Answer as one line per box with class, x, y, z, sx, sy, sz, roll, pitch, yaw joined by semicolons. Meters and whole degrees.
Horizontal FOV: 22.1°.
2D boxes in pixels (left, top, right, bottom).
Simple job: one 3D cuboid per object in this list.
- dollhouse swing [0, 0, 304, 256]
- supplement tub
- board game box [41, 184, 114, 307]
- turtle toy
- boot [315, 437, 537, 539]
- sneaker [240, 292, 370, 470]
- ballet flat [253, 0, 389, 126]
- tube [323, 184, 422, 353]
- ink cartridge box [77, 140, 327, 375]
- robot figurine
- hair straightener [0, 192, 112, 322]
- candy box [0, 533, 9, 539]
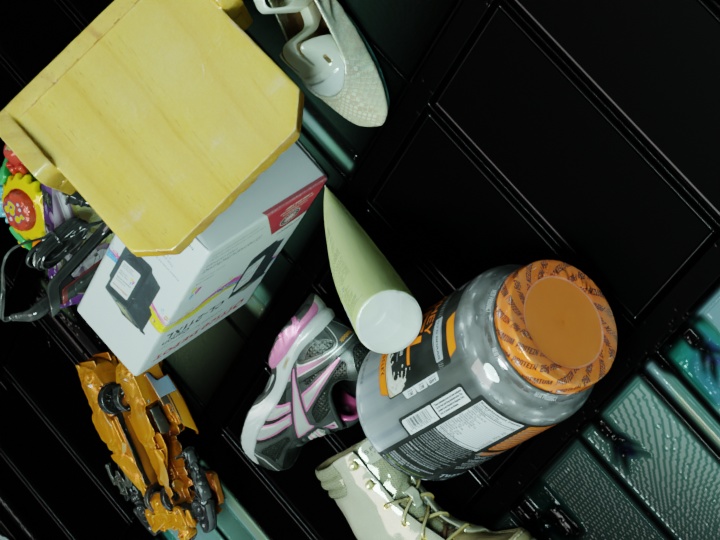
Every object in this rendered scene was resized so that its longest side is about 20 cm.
dollhouse swing;-0.143;-0.114;1.407;0.176;0.200;0.182;46;180;4
supplement tub;0.093;0.072;1.367;0.123;0.122;0.200;56;141;2
board game box;-0.216;-0.069;1.604;0.032;0.120;0.201;41;141;42
turtle toy;-0.268;-0.084;1.659;0.146;0.101;0.200;43;130;17
boot;0.051;0.202;1.543;0.200;0.072;0.155;-26;92;52
sneaker;-0.041;0.115;1.579;0.086;0.080;0.200;33;142;12
ballet flat;-0.047;-0.189;1.389;0.067;0.062;0.201;-19;100;51
tube;0.000;0.000;1.424;0.058;0.052;0.200;-59;22;12
ink cartridge box;-0.133;-0.021;1.526;0.083;0.146;0.200;47;141;10
robot figurine;-0.198;0.170;1.793;0.145;0.058;0.201;-11;106;50
hair straightener;-0.233;-0.030;1.566;0.077;0.200;0.041;49;169;2
candy box;-0.425;0.400;2.177;0.200;0.071;0.168;29;134;30
